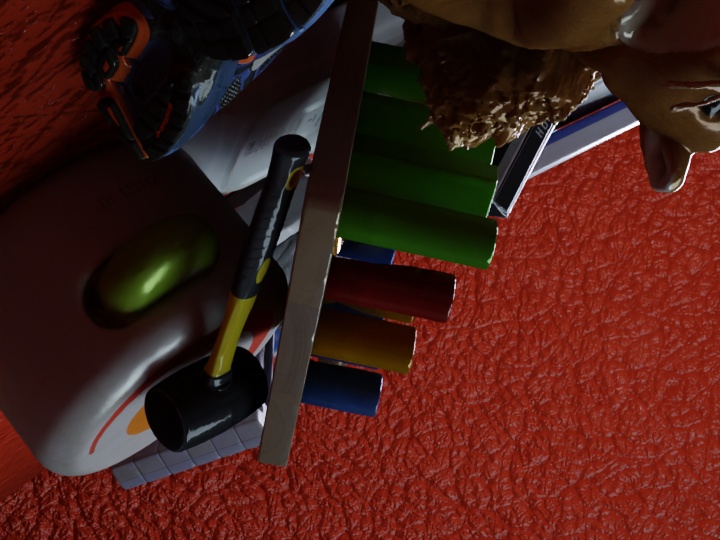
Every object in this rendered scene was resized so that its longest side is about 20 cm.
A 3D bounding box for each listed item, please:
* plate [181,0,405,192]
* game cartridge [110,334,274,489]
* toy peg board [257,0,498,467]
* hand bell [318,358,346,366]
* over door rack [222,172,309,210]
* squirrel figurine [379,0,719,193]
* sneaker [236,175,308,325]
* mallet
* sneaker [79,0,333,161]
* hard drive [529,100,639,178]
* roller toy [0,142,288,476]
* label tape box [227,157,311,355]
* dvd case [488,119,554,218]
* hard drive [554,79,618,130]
[{"bbox_3d":[-0.033,-0.117,0.772,0.198,0.033,0.200,-30,173,-22],"label":"plate"},{"bbox_3d":[-0.130,0.080,0.912,0.128,0.039,0.201,-23,-147,14],"label":"game cartridge"},{"bbox_3d":[0.014,-0.019,0.649,0.202,0.096,0.201,-81,-177,-47],"label":"toy peg board"},{"bbox_3d":[0.000,0.000,0.905,0.104,0.103,0.203,-30,141,-64],"label":"hand bell"},{"bbox_3d":[-0.106,-0.045,0.961,0.199,0.067,0.148,-36,178,-3],"label":"over door rack"},{"bbox_3d":[0.092,-0.124,0.498,0.143,0.186,0.200,-60,-165,-14],"label":"squirrel figurine"},{"bbox_3d":[-0.099,0.017,0.857,0.199,0.070,0.100,-34,137,-29],"label":"sneaker"},{"bbox_3d":[-0.054,0.012,0.579,0.065,0.041,0.201,-21,146,-48],"label":"mallet"},{"bbox_3d":[-0.048,-0.118,0.454,0.078,0.076,0.199,-45,-169,-36],"label":"sneaker"},{"bbox_3d":[0.143,-0.093,0.962,0.198,0.026,0.132,-26,-178,-25],"label":"hard drive"},{"bbox_3d":[-0.150,0.020,0.691,0.200,0.140,0.182,-44,167,16],"label":"roller toy"},{"bbox_3d":[-0.094,0.001,1.075,0.199,0.145,0.063,-34,178,-30],"label":"label tape box"},{"bbox_3d":[0.086,-0.130,0.775,0.149,0.025,0.202,9,-115,51],"label":"dvd case"},{"bbox_3d":[0.163,-0.139,0.924,0.198,0.027,0.132,-25,174,2],"label":"hard drive"}]
